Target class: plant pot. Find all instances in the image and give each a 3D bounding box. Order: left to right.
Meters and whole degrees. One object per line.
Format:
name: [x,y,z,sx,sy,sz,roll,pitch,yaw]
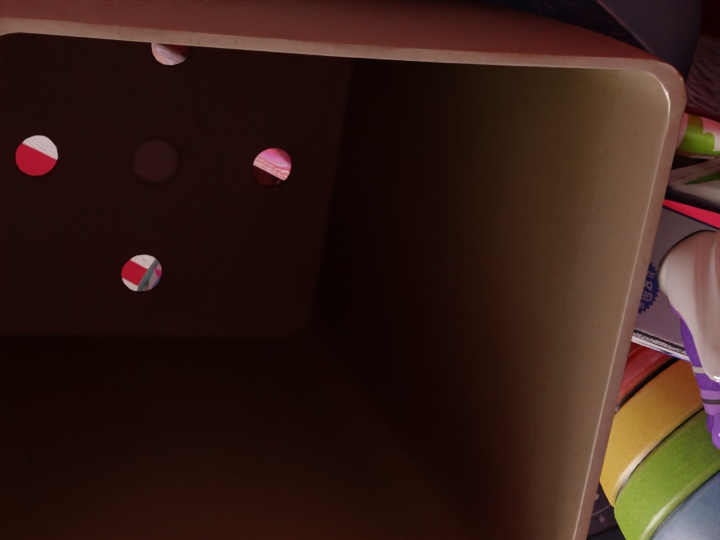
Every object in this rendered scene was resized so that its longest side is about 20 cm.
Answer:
plant pot: [-0.043,-0.003,0.647,0.199,0.201,0.177,2,-157,-19]

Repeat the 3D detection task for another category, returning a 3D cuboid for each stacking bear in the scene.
stacking bear: [0.140,0.068,0.870,0.113,0.122,0.200,-11,-122,-43]

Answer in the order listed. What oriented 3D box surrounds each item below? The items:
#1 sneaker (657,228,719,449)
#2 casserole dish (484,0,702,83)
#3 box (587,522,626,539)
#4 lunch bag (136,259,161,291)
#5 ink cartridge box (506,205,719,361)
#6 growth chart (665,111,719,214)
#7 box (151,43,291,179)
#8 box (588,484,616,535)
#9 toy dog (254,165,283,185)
sneaker: [0.156,0.044,0.641,0.080,0.084,0.199,-20,154,40]
casserole dish: [0.028,-0.116,0.645,0.200,0.039,0.121,38,170,-17]
box: [0.206,0.202,1.046,0.199,0.124,0.198,14,161,-9]
lunch bag: [-0.014,0.020,1.085,0.200,0.161,0.077,27,167,37]
ink cartridge box: [0.123,0.011,0.741,0.199,0.044,0.094,19,179,-27]
growth chart: [0.138,-0.024,0.636,0.144,0.018,0.200,16,177,-15]
box: [-0.081,-0.123,0.817,0.200,0.095,0.103,28,169,38]
box: [0.099,0.150,1.208,0.132,0.200,0.115,35,169,-2]
toy dog: [-0.049,-0.070,0.963,0.132,0.097,0.200,37,170,-7]
